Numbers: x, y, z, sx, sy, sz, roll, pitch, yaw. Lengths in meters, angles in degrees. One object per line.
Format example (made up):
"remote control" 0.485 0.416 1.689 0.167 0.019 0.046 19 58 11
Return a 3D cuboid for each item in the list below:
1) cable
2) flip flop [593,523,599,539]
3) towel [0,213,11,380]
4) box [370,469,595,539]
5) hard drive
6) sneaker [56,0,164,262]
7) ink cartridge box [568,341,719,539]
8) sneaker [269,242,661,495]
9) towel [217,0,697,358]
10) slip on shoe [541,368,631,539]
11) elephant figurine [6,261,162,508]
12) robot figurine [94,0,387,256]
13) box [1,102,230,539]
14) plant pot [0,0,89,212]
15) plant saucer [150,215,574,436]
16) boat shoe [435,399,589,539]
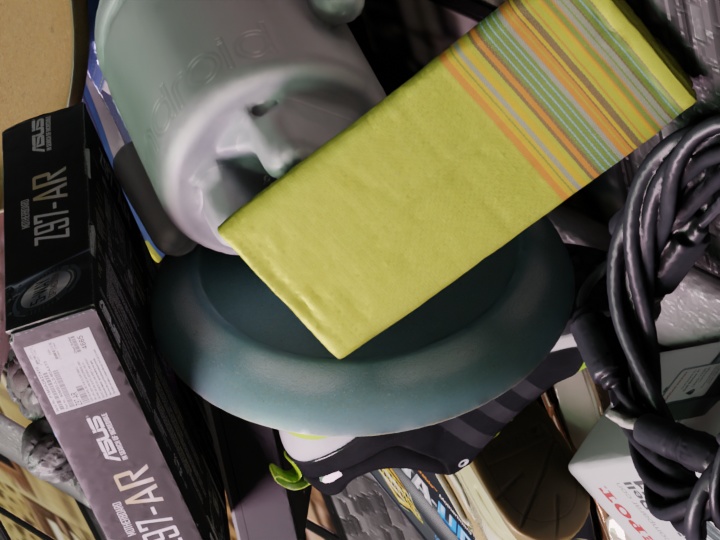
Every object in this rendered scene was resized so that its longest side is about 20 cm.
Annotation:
"cable" 0.151 0.025 1.249 0.051 0.164 0.200 3 155 -25
"flip flop" 0.141 0.164 1.603 0.200 0.058 0.081 40 155 8
"towel" -0.227 -0.020 1.689 0.032 0.201 0.191 9 149 13
"box" 0.059 0.116 1.587 0.200 0.046 0.159 50 165 34
"hard drive" -0.041 0.026 1.473 0.033 0.201 0.140 -1 137 10
"sneaker" -0.111 -0.108 1.514 0.074 0.082 0.201 -123 13 -69
"ink cartridge box" 0.208 0.106 1.361 0.147 0.083 0.200 47 158 -12
"sneaker" 0.047 0.051 1.389 0.072 0.199 0.083 -120 16 -53
"towel" 0.040 -0.048 1.249 0.086 0.200 0.018 47 -162 -19
"slip on shoe" 0.135 0.086 1.483 0.076 0.060 0.201 -118 7 -72
"elephant figurine" -0.120 0.039 1.709 0.200 0.141 0.156 116 148 -44
"robot figurine" -0.055 -0.087 1.346 0.113 0.170 0.200 23 -153 -38
"box" -0.113 0.047 1.377 0.161 0.043 0.201 -101 -8 -52
"plant pot" -0.195 -0.128 1.491 0.199 0.027 0.201 13 108 46
"plant saucer" 0.000 0.000 1.364 0.200 0.200 0.028 26 139 32
"boat shoe" 0.047 0.056 1.463 0.201 0.073 0.063 61 151 17
